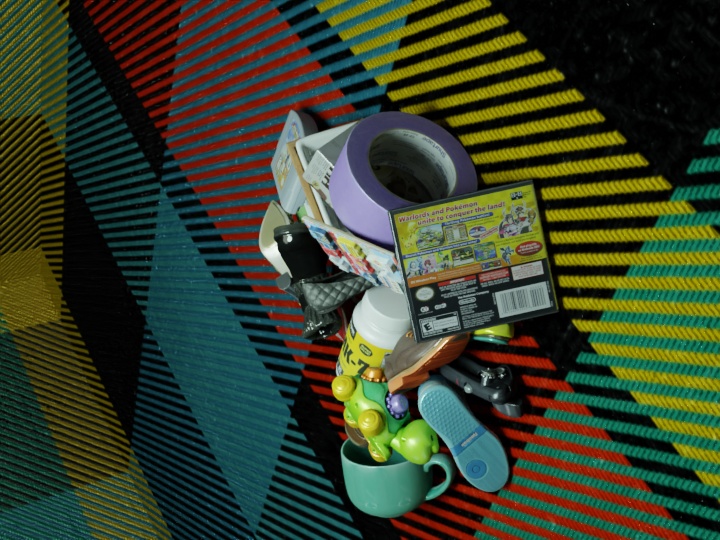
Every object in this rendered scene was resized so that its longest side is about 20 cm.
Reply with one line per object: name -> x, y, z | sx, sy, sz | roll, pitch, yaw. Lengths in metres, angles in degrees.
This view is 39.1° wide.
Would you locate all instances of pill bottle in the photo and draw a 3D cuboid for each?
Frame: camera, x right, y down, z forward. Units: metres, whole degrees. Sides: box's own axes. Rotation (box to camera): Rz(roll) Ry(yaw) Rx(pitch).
pill bottle -> 0.033, 0.113, 1.690 | 0.114, 0.114, 0.201 | 55, 144, 33

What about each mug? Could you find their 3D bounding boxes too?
mug -> 0.056, 0.351, 1.711 | 0.185, 0.151, 0.115 | 21, 123, 56

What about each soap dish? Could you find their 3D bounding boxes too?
soap dish -> -0.015, -0.134, 1.637 | 0.081, 0.156, 0.201 | 115, 135, -72

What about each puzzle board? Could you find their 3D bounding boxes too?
puzzle board -> 0.002, -0.013, 1.492 | 0.150, 0.017, 0.200 | 24, 169, 20

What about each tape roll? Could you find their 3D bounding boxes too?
tape roll -> 0.061, -0.124, 1.449 | 0.201, 0.199, 0.085 | 62, 148, 23

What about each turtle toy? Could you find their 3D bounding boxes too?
turtle toy -> 0.042, 0.235, 1.617 | 0.200, 0.101, 0.146 | 49, 168, 31

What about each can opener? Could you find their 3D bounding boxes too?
can opener -> 0.168, 0.163, 1.525 | 0.200, 0.063, 0.079 | 25, 124, 54

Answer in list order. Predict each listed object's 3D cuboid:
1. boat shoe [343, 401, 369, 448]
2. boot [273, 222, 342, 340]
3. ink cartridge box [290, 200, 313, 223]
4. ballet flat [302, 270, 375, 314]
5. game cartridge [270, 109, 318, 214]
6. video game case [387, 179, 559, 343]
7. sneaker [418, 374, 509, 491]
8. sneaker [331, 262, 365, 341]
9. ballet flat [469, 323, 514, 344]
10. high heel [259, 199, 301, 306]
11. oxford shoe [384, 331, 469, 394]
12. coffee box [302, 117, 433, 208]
boat shoe -> 0.001, 0.228, 1.771 | 0.200, 0.075, 0.074 | -109, 8, -60
boot -> -0.084, 0.020, 1.681 | 0.211, 0.079, 0.159 | 58, -157, -68
ink cartridge box -> -0.068, -0.129, 1.814 | 0.200, 0.059, 0.104 | -37, 70, 59
ballet flat -> 0.000, 0.000, 1.619 | 0.057, 0.199, 0.066 | 61, 170, -21
game cartridge -> -0.114, -0.203, 1.800 | 0.200, 0.041, 0.134 | -110, 35, -57
video game case -> 0.151, -0.012, 1.353 | 0.026, 0.199, 0.182 | -129, 27, -86
sneaker -> 0.160, 0.242, 1.578 | 0.201, 0.079, 0.131 | 56, -175, -10
sneaker -> -0.037, 0.043, 1.820 | 0.115, 0.078, 0.201 | 13, 113, 56
ballet flat -> 0.160, 0.077, 1.516 | 0.200, 0.066, 0.068 | -8, 74, 58
high heel -> -0.119, -0.024, 1.857 | 0.071, 0.142, 0.201 | -24, 58, 20
oxford shoe -> 0.089, 0.117, 1.510 | 0.200, 0.071, 0.073 | -43, 61, 47
coffee box -> 0.025, -0.117, 1.539 | 0.200, 0.113, 0.080 | 47, 145, 7
